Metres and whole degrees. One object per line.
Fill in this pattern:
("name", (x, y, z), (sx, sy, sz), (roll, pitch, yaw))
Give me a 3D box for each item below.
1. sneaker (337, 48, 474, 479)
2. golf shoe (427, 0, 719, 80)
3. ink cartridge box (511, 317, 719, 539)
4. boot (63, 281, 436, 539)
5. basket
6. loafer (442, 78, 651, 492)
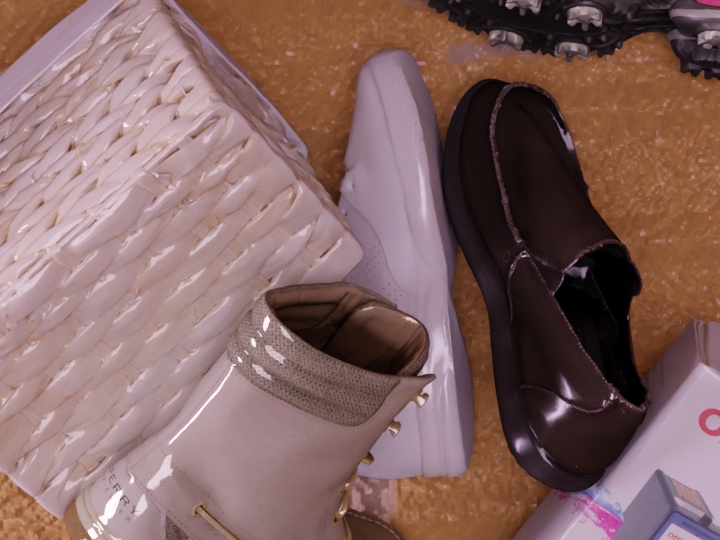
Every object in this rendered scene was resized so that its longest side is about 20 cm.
("sneaker", (0.000, 0.000, 1.294), (0.088, 0.075, 0.200), (-4, 97, 10))
("golf shoe", (0.118, -0.142, 1.289), (0.200, 0.077, 0.088), (8, 76, -5))
("ink cartridge box", (0.151, 0.145, 1.287), (0.145, 0.088, 0.200), (37, 103, -5))
("boot", (-0.014, 0.083, 1.236), (0.200, 0.072, 0.155), (17, 120, -46))
("basket", (-0.114, -0.006, 1.234), (0.200, 0.123, 0.136), (-41, 130, 3))
("loafer", (0.094, -0.003, 1.257), (0.071, 0.073, 0.200), (-32, 60, 38))
